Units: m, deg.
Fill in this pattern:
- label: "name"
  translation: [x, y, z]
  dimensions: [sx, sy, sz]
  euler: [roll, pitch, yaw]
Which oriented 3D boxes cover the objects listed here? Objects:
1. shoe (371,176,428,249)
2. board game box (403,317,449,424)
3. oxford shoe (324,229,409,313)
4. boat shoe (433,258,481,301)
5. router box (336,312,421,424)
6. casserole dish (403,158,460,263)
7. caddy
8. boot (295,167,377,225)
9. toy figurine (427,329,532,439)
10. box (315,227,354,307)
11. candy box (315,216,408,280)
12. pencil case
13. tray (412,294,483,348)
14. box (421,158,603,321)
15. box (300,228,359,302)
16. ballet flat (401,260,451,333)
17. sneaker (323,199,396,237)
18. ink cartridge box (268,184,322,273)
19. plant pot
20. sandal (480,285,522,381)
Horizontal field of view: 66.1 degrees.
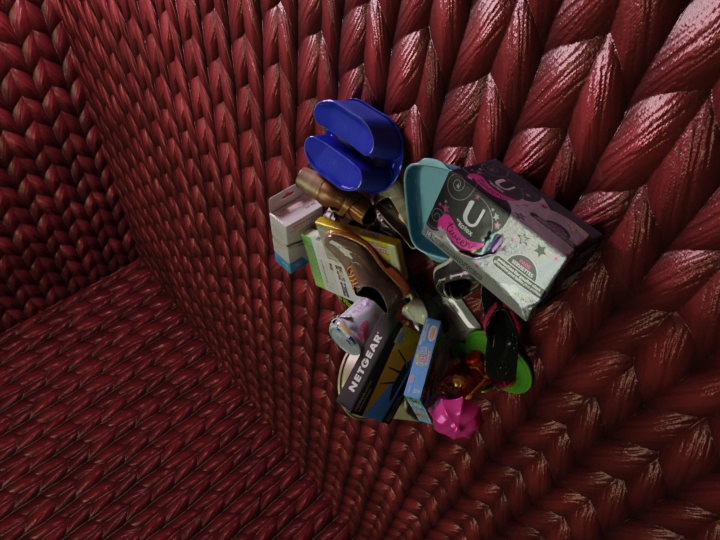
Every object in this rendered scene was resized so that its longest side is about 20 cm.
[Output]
- label: "shoe"
  translation: [0.063, -0.125, 1.042]
  dimensions: [0.201, 0.053, 0.070]
  euler: [53, 151, 10]
- label: "board game box"
  translation: [0.135, 0.203, 1.094]
  dimensions: [0.036, 0.154, 0.201]
  euler: [11, 157, 19]
- label: "oxford shoe"
  translation: [0.000, 0.000, 1.062]
  dimensions: [0.199, 0.073, 0.072]
  euler: [39, 149, 8]
- label: "boat shoe"
  translation: [0.171, 0.020, 0.966]
  dimensions: [0.072, 0.062, 0.200]
  euler: [14, 160, -7]
- label: "router box"
  translation: [0.052, 0.205, 1.139]
  dimensions: [0.051, 0.203, 0.148]
  euler: [25, 177, 43]
- label: "casserole dish"
  translation: [0.136, -0.105, 0.942]
  dimensions: [0.119, 0.039, 0.203]
  euler: [17, 134, 31]
- label: "caddy"
  translation: [-0.009, -0.226, 1.005]
  dimensions: [0.199, 0.104, 0.143]
  euler: [40, 124, 30]
- label: "boot"
  translation: [-0.031, -0.143, 1.097]
  dimensions: [0.153, 0.200, 0.075]
  euler: [30, 108, 10]
- label: "toy figurine"
  translation: [0.191, 0.226, 1.038]
  dimensions: [0.199, 0.184, 0.152]
  euler: [-3, 122, 57]
- label: "box"
  translation: [-0.035, -0.004, 1.332]
  dimensions: [0.200, 0.047, 0.195]
  euler: [44, 151, 23]
- label: "candy box"
  translation: [0.001, -0.042, 1.107]
  dimensions: [0.197, 0.026, 0.103]
  euler: [19, 141, 32]
- label: "pencil case"
  translation: [0.021, 0.084, 1.168]
  dimensions: [0.091, 0.200, 0.083]
  euler: [49, 151, -7]
- label: "tray"
  translation: [0.168, 0.112, 1.146]
  dimensions: [0.108, 0.022, 0.200]
  euler: [54, 152, 6]
- label: "box"
  translation: [0.209, -0.051, 0.777]
  dimensions: [0.200, 0.131, 0.116]
  euler: [42, 130, 26]
- label: "box"
  translation: [-0.052, -0.009, 1.271]
  dimensions: [0.198, 0.036, 0.147]
  euler: [20, 133, 45]
- label: "ballet flat"
  translation: [0.100, 0.055, 1.119]
  dimensions: [0.201, 0.067, 0.069]
  euler: [54, 151, 26]
- label: "sneaker"
  translation: [0.010, -0.098, 1.159]
  dimensions: [0.198, 0.081, 0.084]
  euler: [21, 161, 47]
- label: "ink cartridge box"
  translation: [-0.152, -0.104, 1.341]
  dimensions: [0.068, 0.115, 0.202]
  euler: [38, 147, 29]
- label: "plant pot"
  translation: [0.078, 0.265, 1.295]
  dimensions: [0.181, 0.200, 0.204]
  euler: [2, 121, 43]
- label: "sandal"
  translation: [0.238, 0.096, 0.928]
  dimensions: [0.074, 0.045, 0.205]
  euler: [1, 103, 21]
